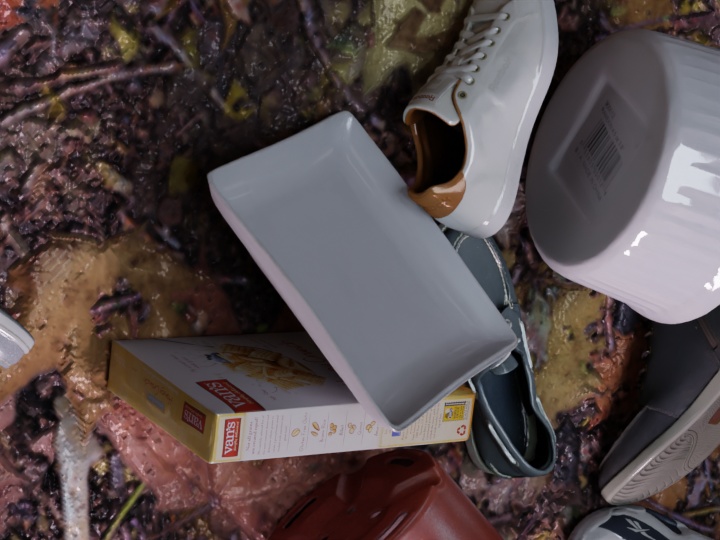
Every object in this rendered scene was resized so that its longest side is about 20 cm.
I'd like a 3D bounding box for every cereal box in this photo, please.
[{"bbox_3d":[-0.046,0.078,1.557,0.199,0.144,0.040,-2,108,-35],"label":"cereal box"}]

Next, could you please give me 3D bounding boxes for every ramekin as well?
[{"bbox_3d":[0.201,-0.071,1.672,0.097,0.200,0.201,16,89,-27],"label":"ramekin"}]

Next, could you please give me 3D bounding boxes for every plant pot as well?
[{"bbox_3d":[0.039,0.241,1.629,0.201,0.201,0.196,-43,111,-20],"label":"plant pot"}]

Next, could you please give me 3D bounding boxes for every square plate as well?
[{"bbox_3d":[0.000,0.000,1.551,0.200,0.028,0.198,53,31,4],"label":"square plate"}]

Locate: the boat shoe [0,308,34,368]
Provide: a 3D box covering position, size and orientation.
[{"bbox_3d":[-0.290,0.015,1.427,0.201,0.074,0.065,27,89,-31],"label":"boat shoe"}]

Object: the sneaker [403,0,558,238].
[{"bbox_3d":[0.079,-0.129,1.631,0.084,0.073,0.201,22,72,-40],"label":"sneaker"}]

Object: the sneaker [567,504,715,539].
[{"bbox_3d":[0.257,0.237,1.801,0.199,0.129,0.080,26,83,-34],"label":"sneaker"}]

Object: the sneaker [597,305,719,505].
[{"bbox_3d":[0.233,0.079,1.802,0.200,0.106,0.075,-49,148,15],"label":"sneaker"}]

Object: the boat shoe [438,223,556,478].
[{"bbox_3d":[0.099,0.056,1.701,0.073,0.062,0.201,-23,111,-29],"label":"boat shoe"}]
